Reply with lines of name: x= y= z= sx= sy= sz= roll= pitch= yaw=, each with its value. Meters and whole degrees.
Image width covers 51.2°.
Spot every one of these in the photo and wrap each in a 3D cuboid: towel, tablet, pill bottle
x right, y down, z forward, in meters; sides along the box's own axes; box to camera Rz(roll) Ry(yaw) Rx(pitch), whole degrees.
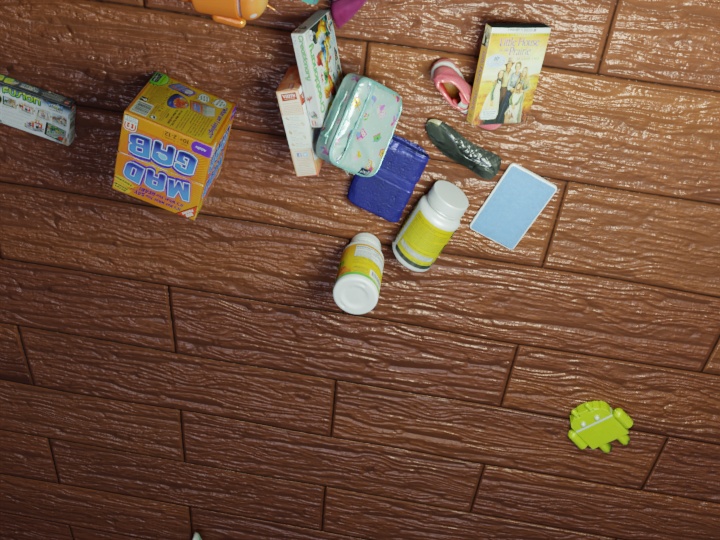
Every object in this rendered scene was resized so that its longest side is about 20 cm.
towel: x=0.062 y=-0.221 z=1.748 sx=0.145 sy=0.050 sz=0.203 roll=25 pitch=128 yaw=0
tablet: x=0.357 y=-0.148 z=1.770 sx=0.128 sy=0.014 sz=0.202 roll=25 pitch=126 yaw=-9
pill bottle: x=0.000 y=0.000 z=1.822 sx=0.108 sy=0.202 sz=0.113 roll=5 pitch=128 yaw=6
pill bottle: x=0.165 y=-0.105 z=1.771 sx=0.112 sy=0.116 sz=0.202 roll=25 pitch=127 yaw=-10

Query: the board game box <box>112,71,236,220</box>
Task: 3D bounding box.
board game box: x=-0.414 y=-0.280 z=1.684 sx=0.195 sy=0.202 sz=0.203 roll=20 pitch=128 yaw=-6

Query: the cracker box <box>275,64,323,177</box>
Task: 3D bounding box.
cracker box: x=-0.123 y=-0.328 z=1.640 sx=0.056 sy=0.135 sz=0.204 roll=-3 pitch=127 yaw=13

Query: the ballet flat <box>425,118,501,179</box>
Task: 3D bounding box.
ballet flat: x=0.229 y=-0.277 z=1.683 sx=0.198 sy=0.058 sz=0.066 roll=35 pitch=153 yaw=-10

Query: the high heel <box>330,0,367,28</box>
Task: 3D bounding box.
high heel: x=0.032 y=-0.541 z=1.496 sx=0.195 sy=0.068 sz=0.099 roll=5 pitch=119 yaw=25

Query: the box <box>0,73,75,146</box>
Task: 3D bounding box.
box: x=-0.776 y=-0.380 z=1.776 sx=0.195 sy=0.035 sz=0.112 roll=19 pitch=127 yaw=-5

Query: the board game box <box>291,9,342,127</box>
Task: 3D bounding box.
board game box: x=-0.084 y=-0.420 z=1.568 sx=0.034 sy=0.127 sz=0.204 roll=7 pitch=130 yaw=25

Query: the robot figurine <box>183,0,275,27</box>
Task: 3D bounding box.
robot figurine: x=-0.266 y=-0.567 z=1.496 sx=0.194 sy=0.117 sz=0.148 roll=10 pitch=104 yaw=2

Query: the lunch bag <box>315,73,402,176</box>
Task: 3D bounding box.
lunch bag: x=-0.005 y=-0.303 z=1.594 sx=0.158 sy=0.076 sz=0.204 roll=14 pitch=101 yaw=-48

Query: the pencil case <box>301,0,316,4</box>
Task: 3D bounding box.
pencil case: x=-0.076 y=-0.616 z=1.448 sx=0.091 sy=0.086 sz=0.200 roll=32 pitch=125 yaw=-15

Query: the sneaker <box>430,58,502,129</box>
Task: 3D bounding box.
sneaker: x=0.222 y=-0.355 z=1.591 sx=0.198 sy=0.088 sz=0.074 roll=36 pitch=126 yaw=-17

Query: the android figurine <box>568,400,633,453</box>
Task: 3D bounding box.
android figurine: x=0.679 y=0.444 z=2.142 sx=0.180 sy=0.042 sz=0.200 roll=-32 pitch=117 yaw=29

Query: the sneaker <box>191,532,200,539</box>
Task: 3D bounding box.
sneaker: x=-0.571 y=1.039 z=2.777 sx=0.115 sy=0.075 sz=0.203 roll=15 pitch=138 yaw=6

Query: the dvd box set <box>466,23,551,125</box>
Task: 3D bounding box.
dvd box set: x=0.301 y=-0.399 z=1.533 sx=0.142 sy=0.030 sz=0.204 roll=-7 pitch=126 yaw=-23
